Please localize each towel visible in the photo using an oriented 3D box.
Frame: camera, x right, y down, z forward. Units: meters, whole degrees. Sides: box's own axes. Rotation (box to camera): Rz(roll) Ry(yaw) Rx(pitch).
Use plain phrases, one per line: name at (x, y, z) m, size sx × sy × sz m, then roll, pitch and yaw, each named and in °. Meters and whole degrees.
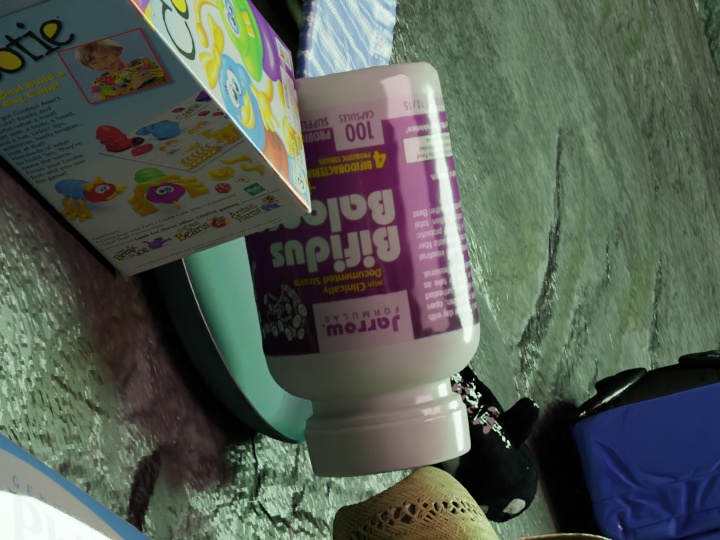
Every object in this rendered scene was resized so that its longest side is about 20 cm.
towel at (-0.003, -0.153, 1.529) m, size 0.145 × 0.024 × 0.200 m, roll 52°, pitch 41°, yaw -64°

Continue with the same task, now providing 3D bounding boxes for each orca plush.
orca plush at (0.078, 0.082, 1.636) m, size 0.105 × 0.071 × 0.200 m, roll -76°, pitch 144°, yaw -61°

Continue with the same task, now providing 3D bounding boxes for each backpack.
backpack at (0.239, 0.148, 1.936) m, size 0.200 × 0.162 × 0.168 m, roll -54°, pitch 134°, yaw -85°

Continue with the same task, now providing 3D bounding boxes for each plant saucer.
plant saucer at (-0.067, -0.001, 1.346) m, size 0.200 × 0.027 × 0.200 m, roll -19°, pitch 90°, yaw -72°

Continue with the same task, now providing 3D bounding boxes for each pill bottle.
pill bottle at (0.000, 0.000, 1.300) m, size 0.112 × 0.112 × 0.200 m, roll -18°, pitch 99°, yaw -73°

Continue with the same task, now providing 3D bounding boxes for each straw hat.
straw hat at (0.030, 0.144, 1.262) m, size 0.085 × 0.201 × 0.201 m, roll 64°, pitch 12°, yaw 27°

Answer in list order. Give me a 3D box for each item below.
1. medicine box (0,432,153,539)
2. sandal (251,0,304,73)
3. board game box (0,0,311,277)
medicine box at (-0.140, 0.137, 0.679) m, size 0.182 × 0.200 × 0.103 m, roll 46°, pitch 31°, yaw -55°
sandal at (-0.026, -0.148, 1.577) m, size 0.080 × 0.054 × 0.200 m, roll -85°, pitch 152°, yaw -52°
board game box at (-0.114, -0.100, 1.167) m, size 0.200 × 0.105 × 0.103 m, roll 50°, pitch 27°, yaw -52°
